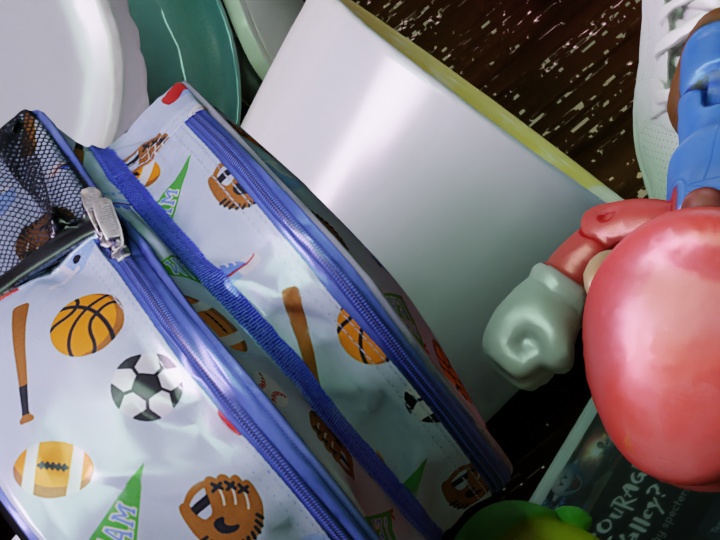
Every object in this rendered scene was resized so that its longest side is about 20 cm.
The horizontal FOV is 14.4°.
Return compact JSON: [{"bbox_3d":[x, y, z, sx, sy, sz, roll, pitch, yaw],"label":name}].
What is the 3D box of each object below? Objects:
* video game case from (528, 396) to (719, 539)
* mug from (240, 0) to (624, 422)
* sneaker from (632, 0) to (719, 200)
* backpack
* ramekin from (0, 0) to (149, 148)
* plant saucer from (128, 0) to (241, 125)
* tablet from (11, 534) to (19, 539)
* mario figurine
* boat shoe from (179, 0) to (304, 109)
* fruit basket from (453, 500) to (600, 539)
[{"bbox_3d":[0.113,0.128,0.919,0.182,0.023,0.200,26,80,40],"label":"video game case"},{"bbox_3d":[0.006,0.005,1.011,0.149,0.187,0.153,37,97,9],"label":"mug"},{"bbox_3d":[0.111,-0.103,0.994,0.074,0.116,0.200,-14,59,25],"label":"sneaker"},{"bbox_3d":[-0.044,0.054,0.824,0.154,0.200,0.191,-40,38,8],"label":"backpack"},{"bbox_3d":[-0.166,-0.052,0.977,0.200,0.105,0.200,3,73,-11],"label":"ramekin"},{"bbox_3d":[-0.145,-0.065,1.055,0.200,0.027,0.200,3,74,-12],"label":"plant saucer"},{"bbox_3d":[-0.171,0.184,1.008,0.200,0.014,0.130,-51,16,22],"label":"tablet"},{"bbox_3d":[0.117,0.003,0.875,0.123,0.106,0.200,-35,17,37],"label":"mario figurine"},{"bbox_3d":[-0.070,-0.120,1.155,0.062,0.073,0.200,-37,44,12],"label":"boat shoe"},{"bbox_3d":[0.036,0.173,0.841,0.215,0.155,0.216,5,99,37],"label":"fruit basket"}]
